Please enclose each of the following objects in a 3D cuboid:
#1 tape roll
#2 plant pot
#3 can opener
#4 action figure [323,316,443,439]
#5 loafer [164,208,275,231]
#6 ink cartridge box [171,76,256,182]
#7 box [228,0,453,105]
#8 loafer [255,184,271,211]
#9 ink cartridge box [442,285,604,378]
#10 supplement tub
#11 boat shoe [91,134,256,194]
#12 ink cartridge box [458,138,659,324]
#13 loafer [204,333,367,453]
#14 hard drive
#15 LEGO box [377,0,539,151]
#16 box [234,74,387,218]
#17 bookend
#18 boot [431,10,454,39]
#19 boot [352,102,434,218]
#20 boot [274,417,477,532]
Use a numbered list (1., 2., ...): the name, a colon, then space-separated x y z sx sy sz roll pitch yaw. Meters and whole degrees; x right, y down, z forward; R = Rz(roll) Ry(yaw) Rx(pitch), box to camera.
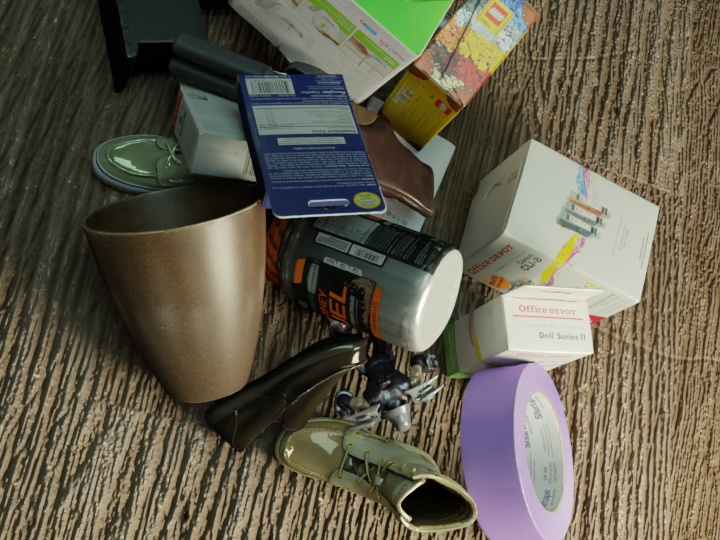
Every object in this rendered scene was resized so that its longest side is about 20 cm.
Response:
1. tape roll: 0.182 0.208 1.059 0.200 0.065 0.201 34 50 -54
2. plant pot: -0.178 0.028 0.976 0.186 0.187 0.201 -16 110 -25
3. can opener: -0.117 -0.223 1.069 0.199 0.054 0.067 21 42 -2
4. action figure: 0.019 0.105 1.056 0.129 0.070 0.201 -18 55 -10
5. loafer: -0.165 -0.058 1.076 0.199 0.063 0.072 8 69 -19
6. ink cartridge box: -0.155 -0.166 1.063 0.108 0.051 0.200 6 27 -25
7. box: -0.028 -0.305 1.064 0.200 0.176 0.097 37 68 -14
8. loafer: -0.078 -0.145 1.125 0.063 0.072 0.201 4 45 15
9. ink cartridge box: 0.191 0.077 1.093 0.116 0.200 0.068 4 71 -20
10. supplement tub: 0.000 0.000 1.011 0.199 0.123 0.123 21 61 23
11. boat shoe: -0.209 -0.129 1.083 0.199 0.062 0.073 1 72 -21
12. ink cartridge box: 0.247 -0.042 1.186 0.199 0.145 0.145 26 65 -11
13. loafer: -0.071 0.134 1.011 0.199 0.073 0.072 -29 92 13
14. hard drive: 0.030 -0.110 1.191 0.131 0.025 0.201 29 65 -10
15. LEGO box: 0.112 -0.245 1.126 0.077 0.200 0.149 40 78 -4
16. box: -0.054 -0.125 0.959 0.120 0.032 0.201 -4 53 -18
17. bookend: -0.212 -0.333 1.134 0.199 0.092 0.200 -9 78 -25
18. boot: 0.045 -0.314 1.252 0.199 0.070 0.132 34 70 0
19. boot: 0.027 -0.113 1.089 0.166 0.072 0.201 35 32 -23
20. boot: 0.015 0.219 0.998 0.199 0.155 0.073 18 91 -16
